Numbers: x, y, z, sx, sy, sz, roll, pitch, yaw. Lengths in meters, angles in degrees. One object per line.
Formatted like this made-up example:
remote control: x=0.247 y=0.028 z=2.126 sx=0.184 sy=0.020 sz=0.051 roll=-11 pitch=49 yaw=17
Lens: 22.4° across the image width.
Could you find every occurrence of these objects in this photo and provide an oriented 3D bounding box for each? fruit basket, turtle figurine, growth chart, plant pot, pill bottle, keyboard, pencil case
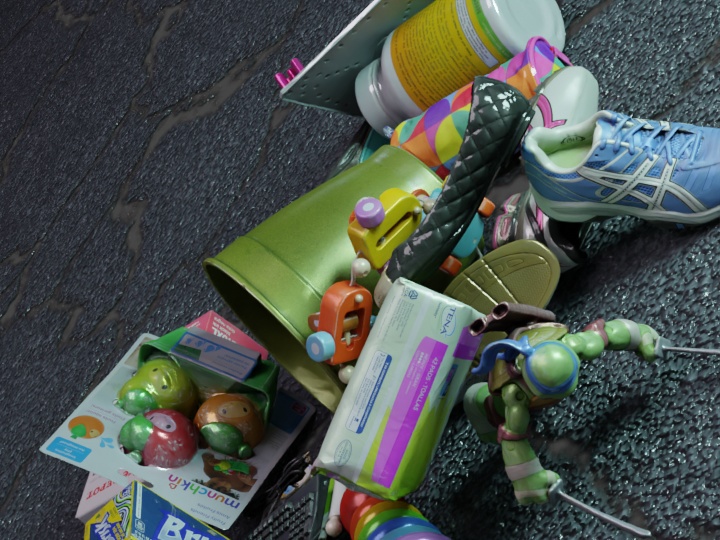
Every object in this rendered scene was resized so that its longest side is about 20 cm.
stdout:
fruit basket: x=-0.157 y=0.133 z=1.613 sx=0.200 sy=0.184 sz=0.094 roll=-47 pitch=-25 yaw=-58
turtle figurine: x=0.155 y=0.102 z=1.298 sx=0.194 sy=0.199 sz=0.145 roll=174 pitch=108 yaw=-82
growth chart: x=-0.063 y=0.225 z=1.541 sx=0.200 sy=0.018 sz=0.145 roll=-50 pitch=21 yaw=28
plant pot: x=0.000 y=0.000 z=1.580 sx=0.193 sy=0.201 sz=0.200 roll=-44 pitch=24 yaw=-10
pill bottle: x=0.090 y=-0.206 z=1.753 sx=0.200 sy=0.111 sz=0.112 roll=-30 pitch=33 yaw=38
keyboard: x=-0.086 y=0.227 z=1.541 sx=0.200 sy=0.021 sz=0.128 roll=-43 pitch=25 yaw=39
pencil case: x=0.113 y=-0.139 z=1.667 sx=0.199 sy=0.088 sz=0.089 roll=-27 pitch=35 yaw=39

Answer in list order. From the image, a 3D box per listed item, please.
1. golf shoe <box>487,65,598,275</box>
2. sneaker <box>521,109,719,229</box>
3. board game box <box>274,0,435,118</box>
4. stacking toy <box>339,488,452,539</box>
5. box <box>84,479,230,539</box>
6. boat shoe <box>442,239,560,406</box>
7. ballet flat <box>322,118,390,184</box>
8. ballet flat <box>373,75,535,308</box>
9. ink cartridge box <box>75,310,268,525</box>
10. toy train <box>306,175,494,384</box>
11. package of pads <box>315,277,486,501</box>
golf shoe: x=0.176 y=-0.082 z=1.510 sx=0.092 sy=0.072 sz=0.201 roll=-6 pitch=60 yaw=43
sneaker: x=0.213 y=-0.080 z=1.384 sx=0.199 sy=0.077 sz=0.076 roll=-6 pitch=54 yaw=28
board game box: x=0.032 y=-0.234 z=1.824 sx=0.200 sy=0.200 sz=0.026 roll=-42 pitch=70 yaw=22
stacking toy: x=0.030 y=0.210 z=1.379 sx=0.085 sy=0.085 sz=0.200 roll=-50 pitch=19 yaw=4
box: x=-0.122 y=0.251 z=1.422 sx=0.064 sy=0.200 sz=0.070 roll=-41 pitch=28 yaw=22
boat shoe: x=0.089 y=0.053 z=1.474 sx=0.200 sy=0.071 sz=0.069 roll=-48 pitch=-13 yaw=15
ballet flat: x=-0.007 y=-0.080 z=1.820 sx=0.068 sy=0.068 sz=0.200 roll=-34 pitch=19 yaw=52
ballet flat: x=0.065 y=-0.057 z=1.410 sx=0.201 sy=0.057 sz=0.066 roll=-58 pitch=-5 yaw=6
ink cartridge box: x=-0.182 y=0.161 z=1.771 sx=0.144 sy=0.084 sz=0.201 roll=-31 pitch=33 yaw=38
toy train: x=0.026 y=-0.003 z=1.473 sx=0.199 sy=0.151 sz=0.055 roll=-21 pitch=34 yaw=-40
package of pads: x=0.035 y=0.091 z=1.343 sx=0.200 sy=0.068 sz=0.155 roll=21 pitch=-89 yaw=-81
